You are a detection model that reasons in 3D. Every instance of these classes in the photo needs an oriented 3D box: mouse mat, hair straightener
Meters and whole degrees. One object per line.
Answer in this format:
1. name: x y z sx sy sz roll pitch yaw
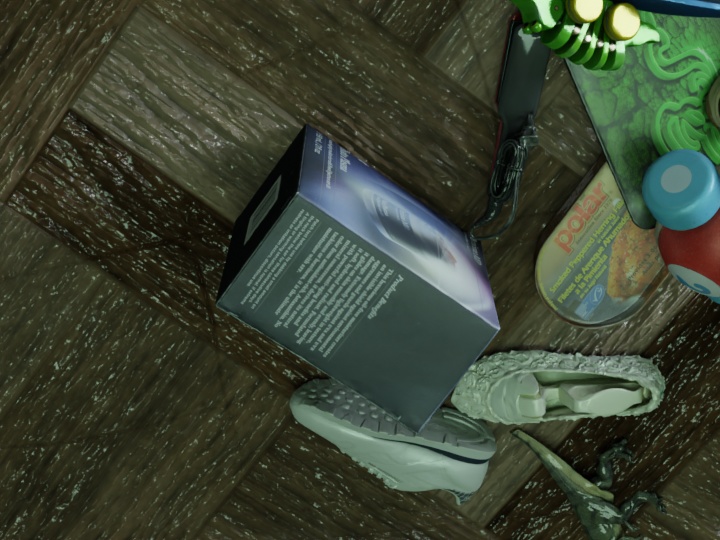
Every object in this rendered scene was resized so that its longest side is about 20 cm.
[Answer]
1. mouse mat: 0.269 -0.153 1.192 0.160 0.008 0.201 -25 99 4
2. hair straightener: 0.125 -0.114 1.200 0.041 0.077 0.201 12 111 -7

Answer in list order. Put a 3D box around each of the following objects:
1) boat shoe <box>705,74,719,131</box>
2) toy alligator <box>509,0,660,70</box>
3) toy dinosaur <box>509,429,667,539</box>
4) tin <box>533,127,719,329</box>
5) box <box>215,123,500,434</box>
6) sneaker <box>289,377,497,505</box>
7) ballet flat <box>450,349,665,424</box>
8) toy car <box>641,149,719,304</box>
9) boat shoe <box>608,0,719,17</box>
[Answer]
1. boat shoe: 0.362 -0.194 1.149 0.072 0.072 0.200 39 91 -9
2. toy alligator: 0.155 -0.201 1.127 0.199 0.059 0.055 18 84 -27
3. toy dinosaur: 0.234 0.214 1.349 0.088 0.048 0.200 -32 105 20
4. tin: 0.233 -0.040 1.250 0.112 0.042 0.200 32 109 -15
5. box: 0.000 0.000 1.183 0.198 0.200 0.123 34 108 -13
6. sneaker: 0.024 0.163 1.318 0.199 0.077 0.081 19 120 -5
7. ballet flat: 0.182 0.110 1.296 0.199 0.072 0.072 -5 112 3
8. toy car: 0.344 0.001 1.122 0.176 0.201 0.184 -29 143 15
9. boat shoe: 0.222 -0.250 1.137 0.199 0.084 0.069 13 93 1
